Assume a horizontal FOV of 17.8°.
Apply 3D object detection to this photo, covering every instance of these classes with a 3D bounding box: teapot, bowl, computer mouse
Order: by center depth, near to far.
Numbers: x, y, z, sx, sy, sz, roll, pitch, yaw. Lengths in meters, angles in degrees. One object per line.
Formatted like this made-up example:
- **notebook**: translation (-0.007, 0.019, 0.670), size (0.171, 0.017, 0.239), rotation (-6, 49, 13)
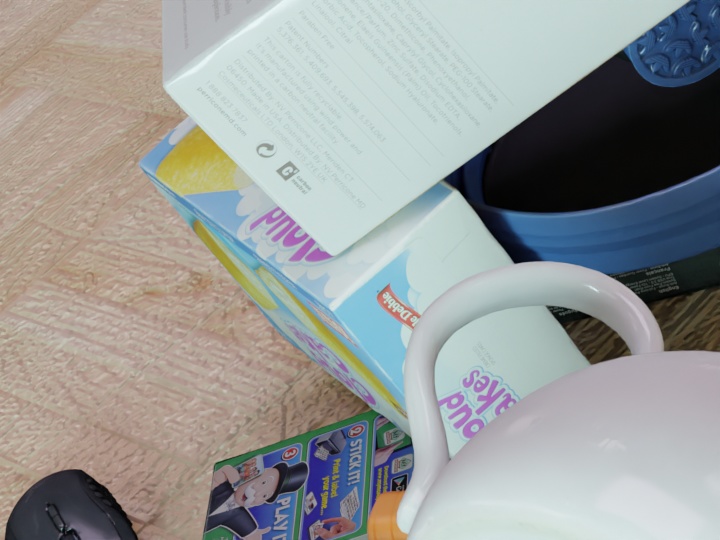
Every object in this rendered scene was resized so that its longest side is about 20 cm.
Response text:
- **teapot**: translation (0.115, 0.094, 0.683), size (0.146, 0.201, 0.197), rotation (-40, 20, -34)
- **bowl**: translation (0.120, -0.073, 0.908), size (0.200, 0.039, 0.201), rotation (-21, 33, 14)
- **computer mouse**: translation (-0.110, 0.135, 0.964), size (0.059, 0.034, 0.200), rotation (-33, 30, -9)

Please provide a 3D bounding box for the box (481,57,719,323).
- **box**: translation (0.141, -0.072, 1.011), size (0.199, 0.086, 0.164), rotation (-15, 33, 22)

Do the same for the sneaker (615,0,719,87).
- **sneaker**: translation (0.164, -0.151, 0.879), size (0.200, 0.070, 0.078), rotation (-34, 39, -5)

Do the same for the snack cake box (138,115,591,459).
- **snack cake box**: translation (0.000, 0.000, 0.933), size (0.067, 0.115, 0.200), rotation (-42, 31, -8)

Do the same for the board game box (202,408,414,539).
- **board game box**: translation (-0.002, 0.126, 0.889), size (0.134, 0.029, 0.200), rotation (-19, 31, 16)

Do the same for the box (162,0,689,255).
- **box**: translation (0.033, -0.122, 0.834), size (0.200, 0.097, 0.125), rotation (-35, 30, 18)

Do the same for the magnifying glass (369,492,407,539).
- **magnifying glass**: translation (0.096, 0.083, 0.813), size (0.199, 0.022, 0.080), rotation (-9, 34, 28)
